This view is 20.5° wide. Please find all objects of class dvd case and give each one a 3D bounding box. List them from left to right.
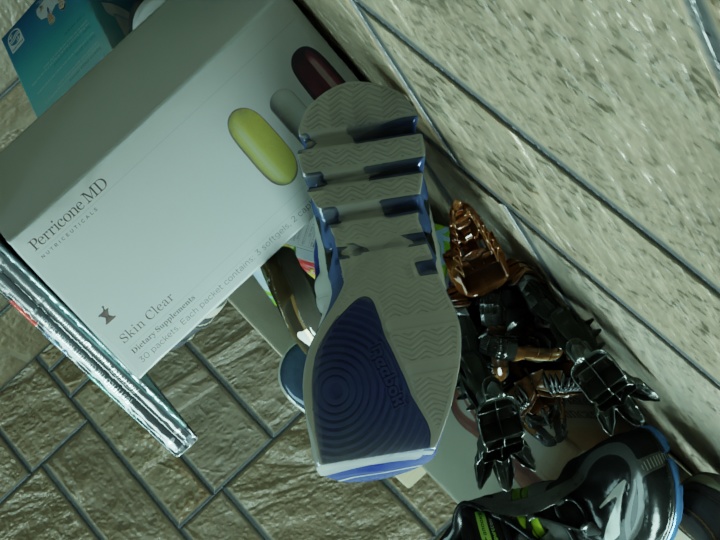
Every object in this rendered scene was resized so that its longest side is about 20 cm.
[{"bbox_3d":[-0.185,0.016,1.171,0.200,0.022,0.146,51,175,-38],"label":"dvd case"}]

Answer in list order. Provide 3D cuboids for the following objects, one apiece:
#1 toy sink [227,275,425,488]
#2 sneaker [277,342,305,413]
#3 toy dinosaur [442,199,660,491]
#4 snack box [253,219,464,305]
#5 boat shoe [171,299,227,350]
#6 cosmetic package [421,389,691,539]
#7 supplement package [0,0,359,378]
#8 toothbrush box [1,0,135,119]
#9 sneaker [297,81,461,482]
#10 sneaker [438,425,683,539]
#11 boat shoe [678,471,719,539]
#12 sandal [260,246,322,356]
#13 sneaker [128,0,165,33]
[{"bbox_3d":[0.009,0.045,1.512,0.200,0.130,0.112,44,177,17],"label":"toy sink"},{"bbox_3d":[0.031,0.085,1.392,0.200,0.075,0.085,13,173,16],"label":"sneaker"},{"bbox_3d":[0.078,0.040,1.091,0.200,0.102,0.136,36,-160,-42],"label":"toy dinosaur"},{"bbox_3d":[0.000,0.000,1.324,0.142,0.053,0.200,17,170,10],"label":"snack box"},{"bbox_3d":[-0.134,-0.018,1.482,0.073,0.063,0.200,25,-148,-20],"label":"boat shoe"},{"bbox_3d":[0.119,0.122,1.233,0.103,0.087,0.200,6,-150,-49],"label":"cosmetic package"},{"bbox_3d":[-0.104,-0.064,1.128,0.111,0.200,0.156,48,176,-24],"label":"supplement package"},{"bbox_3d":[-0.148,-0.105,1.415,0.146,0.085,0.200,22,-150,-48],"label":"toothbrush box"},{"bbox_3d":[0.013,0.013,1.037,0.115,0.081,0.200,68,-162,-72],"label":"sneaker"},{"bbox_3d":[0.101,0.152,1.123,0.083,0.200,0.071,3,-121,-48],"label":"sneaker"},{"bbox_3d":[0.214,0.172,1.047,0.075,0.073,0.200,49,175,-31],"label":"boat shoe"},{"bbox_3d":[0.001,0.038,1.162,0.082,0.055,0.200,60,-176,39],"label":"sandal"},{"bbox_3d":[-0.084,-0.122,1.354,0.200,0.071,0.099,48,-176,-24],"label":"sneaker"}]
